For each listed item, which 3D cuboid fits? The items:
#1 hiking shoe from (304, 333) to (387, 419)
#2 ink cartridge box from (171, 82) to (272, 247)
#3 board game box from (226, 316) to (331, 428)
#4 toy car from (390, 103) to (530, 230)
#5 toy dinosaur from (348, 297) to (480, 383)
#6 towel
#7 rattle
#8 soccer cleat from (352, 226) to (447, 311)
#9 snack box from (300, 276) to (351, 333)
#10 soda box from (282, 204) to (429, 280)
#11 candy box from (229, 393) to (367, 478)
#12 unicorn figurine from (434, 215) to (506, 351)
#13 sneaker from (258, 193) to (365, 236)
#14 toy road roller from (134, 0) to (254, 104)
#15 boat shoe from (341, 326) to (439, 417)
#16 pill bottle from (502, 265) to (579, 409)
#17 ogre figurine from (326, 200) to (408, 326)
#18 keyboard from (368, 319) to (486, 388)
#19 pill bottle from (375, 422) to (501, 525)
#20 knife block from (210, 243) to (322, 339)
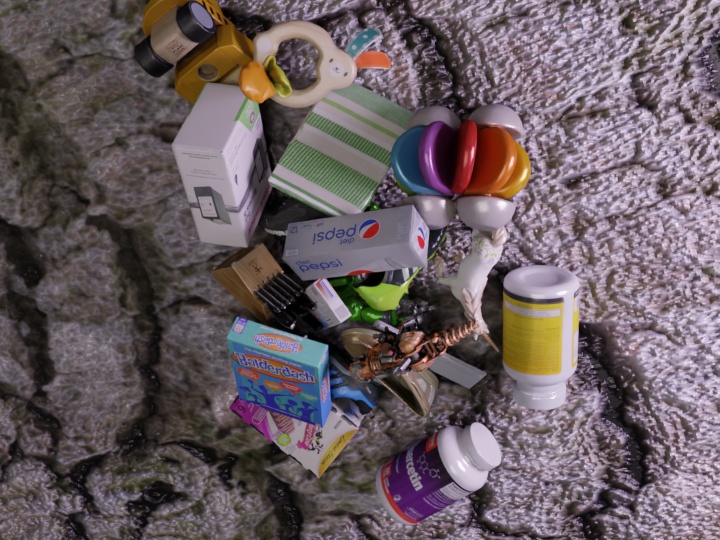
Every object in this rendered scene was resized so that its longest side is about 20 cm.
[{"bbox_3d":[-0.055,0.168,1.612,0.199,0.074,0.087,25,97,9],"label":"hiking shoe"},{"bbox_3d":[-0.201,-0.155,1.466,0.084,0.146,0.200,8,141,13],"label":"ink cartridge box"},{"bbox_3d":[-0.124,0.164,1.541,0.152,0.045,0.200,16,146,12],"label":"board game box"},{"bbox_3d":[0.130,-0.152,1.366,0.199,0.150,0.176,3,82,23],"label":"toy car"},{"bbox_3d":[0.081,0.115,1.443,0.199,0.136,0.102,0,117,17],"label":"toy dinosaur"},{"bbox_3d":[-0.026,-0.178,1.441,0.152,0.023,0.200,28,75,6],"label":"towel"},{"bbox_3d":[-0.060,-0.294,1.382,0.199,0.143,0.131,3,91,5],"label":"rattle"},{"bbox_3d":[0.065,-0.033,1.460,0.081,0.067,0.200,37,81,-27],"label":"soccer cleat"},{"bbox_3d":[-0.065,0.056,1.526,0.024,0.200,0.072,-37,92,-16],"label":"snack box"},{"bbox_3d":[-0.006,-0.037,1.391,0.199,0.064,0.068,-7,148,23],"label":"soda box"},{"bbox_3d":[-0.107,0.241,1.676,0.200,0.061,0.137,37,117,2],"label":"candy box"},{"bbox_3d":[0.167,0.004,1.453,0.074,0.138,0.201,-4,128,-19],"label":"unicorn figurine"},{"bbox_3d":[-0.090,-0.106,1.508,0.200,0.067,0.091,-3,131,38],"label":"sneaker"},{"bbox_3d":[-0.236,-0.345,1.478,0.123,0.146,0.200,-31,135,26],"label":"toy road roller"},{"bbox_3d":[0.045,0.159,1.547,0.073,0.063,0.201,-16,134,43],"label":"boat shoe"},{"bbox_3d":[0.269,0.101,1.465,0.112,0.112,0.201,4,111,17],"label":"pill bottle"},{"bbox_3d":[0.000,0.000,1.528,0.119,0.098,0.200,-15,117,11],"label":"ogre figurine"},{"bbox_3d":[0.102,0.134,1.552,0.200,0.011,0.056,27,146,-11],"label":"keyboard"},{"bbox_3d":[0.128,0.328,1.601,0.200,0.112,0.113,-37,95,26],"label":"pill bottle"},{"bbox_3d":[-0.143,0.047,1.550,0.176,0.064,0.200,56,159,-11],"label":"knife block"}]
